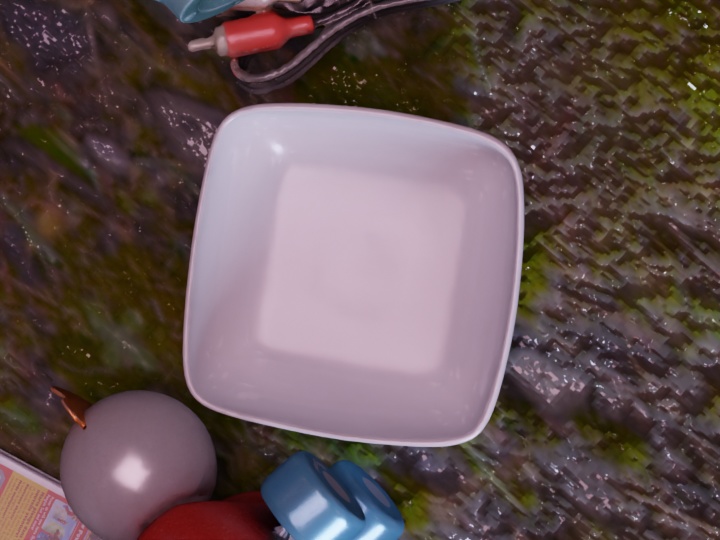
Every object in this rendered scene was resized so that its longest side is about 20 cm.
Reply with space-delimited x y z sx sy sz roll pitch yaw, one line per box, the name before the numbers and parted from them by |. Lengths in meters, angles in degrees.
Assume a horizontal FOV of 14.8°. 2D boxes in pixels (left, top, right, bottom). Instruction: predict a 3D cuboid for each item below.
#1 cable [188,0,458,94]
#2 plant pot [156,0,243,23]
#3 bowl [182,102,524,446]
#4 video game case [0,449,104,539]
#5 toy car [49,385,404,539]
cable | -0.012 -0.165 1.694 0.200 0.050 0.097 -8 70 10
plant pot | -0.090 -0.231 1.625 0.200 0.200 0.134 -34 85 8
bowl | 0.000 0.000 1.698 0.200 0.075 0.200 8 95 7
video game case | -0.232 0.192 1.767 0.200 0.017 0.143 28 96 4
toy car | -0.112 0.140 1.685 0.184 0.177 0.200 -42 74 8
